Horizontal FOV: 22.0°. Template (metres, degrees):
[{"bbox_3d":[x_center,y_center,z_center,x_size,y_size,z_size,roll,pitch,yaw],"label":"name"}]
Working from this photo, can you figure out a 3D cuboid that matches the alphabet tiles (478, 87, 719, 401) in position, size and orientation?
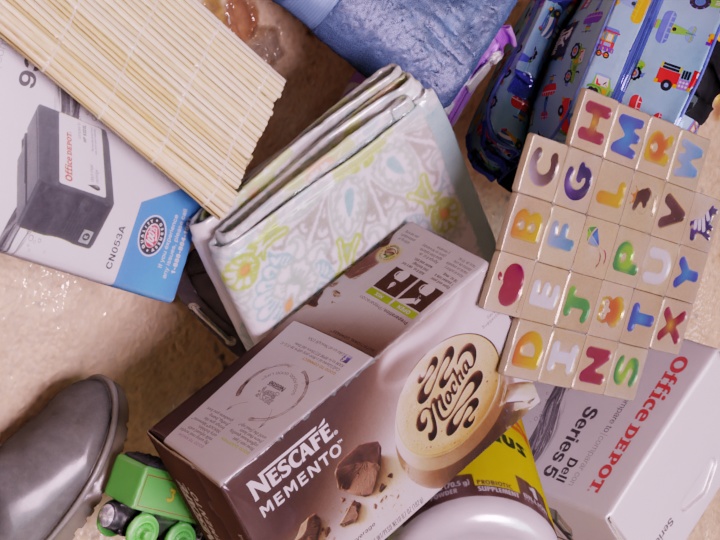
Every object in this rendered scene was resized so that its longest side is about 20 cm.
[{"bbox_3d":[0.146,-0.011,1.087,0.199,0.006,0.168,14,94,-46],"label":"alphabet tiles"}]

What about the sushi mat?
[{"bbox_3d":[-0.118,-0.118,0.977,0.200,0.012,0.096,40,57,-37],"label":"sushi mat"}]

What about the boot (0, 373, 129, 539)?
[{"bbox_3d":[-0.239,0.099,1.014,0.200,0.072,0.183,39,72,-35],"label":"boot"}]

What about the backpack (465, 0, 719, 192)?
[{"bbox_3d":[0.162,-0.124,1.210,0.134,0.200,0.184,26,86,-2],"label":"backpack"}]

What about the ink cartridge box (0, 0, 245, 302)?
[{"bbox_3d":[-0.176,-0.080,1.002,0.199,0.083,0.146,20,88,-44],"label":"ink cartridge box"}]

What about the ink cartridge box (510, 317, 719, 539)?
[{"bbox_3d":[0.149,0.108,1.281,0.146,0.199,0.084,-53,131,-19],"label":"ink cartridge box"}]

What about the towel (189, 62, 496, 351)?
[{"bbox_3d":[0.000,0.000,1.101,0.171,0.048,0.201,-38,128,-18],"label":"towel"}]

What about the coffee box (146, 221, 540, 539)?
[{"bbox_3d":[-0.006,0.082,1.046,0.200,0.080,0.114,-38,128,-20],"label":"coffee box"}]

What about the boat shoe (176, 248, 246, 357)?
[{"bbox_3d":[-0.053,0.037,1.181,0.200,0.062,0.073,51,32,-51],"label":"boat shoe"}]

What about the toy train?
[{"bbox_3d":[-0.075,0.149,1.105,0.199,0.042,0.057,22,87,-46],"label":"toy train"}]

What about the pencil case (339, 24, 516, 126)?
[{"bbox_3d":[0.022,-0.084,1.187,0.201,0.085,0.084,-61,161,-8],"label":"pencil case"}]

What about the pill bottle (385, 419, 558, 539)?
[{"bbox_3d":[0.057,0.130,1.168,0.108,0.201,0.110,-4,122,-6],"label":"pill bottle"}]

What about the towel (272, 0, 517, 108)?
[{"bbox_3d":[-0.001,-0.188,1.111,0.199,0.048,0.112,37,76,-17],"label":"towel"}]
